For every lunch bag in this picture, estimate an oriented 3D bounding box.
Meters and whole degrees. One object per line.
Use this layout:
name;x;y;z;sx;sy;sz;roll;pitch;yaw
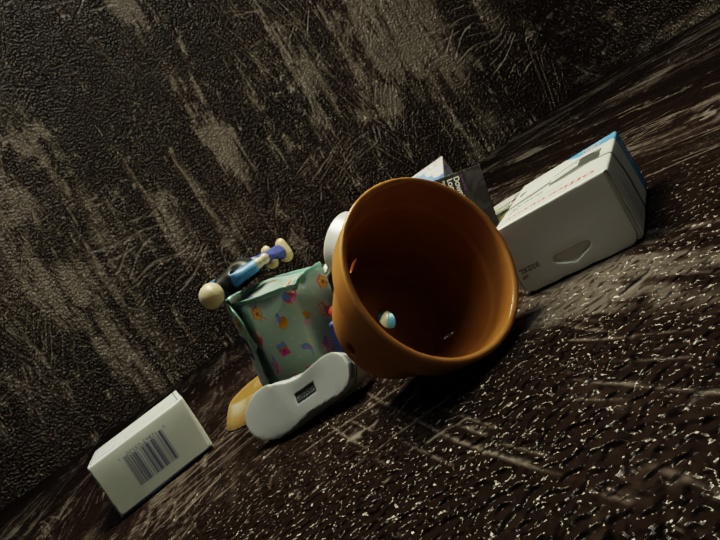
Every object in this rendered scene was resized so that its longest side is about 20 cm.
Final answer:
lunch bag;-0.124;0.100;0.979;0.196;0.175;0.122;-16;14;35

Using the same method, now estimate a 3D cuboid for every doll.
doll;-0.189;0.004;0.992;0.134;0.050;0.199;-23;9;36

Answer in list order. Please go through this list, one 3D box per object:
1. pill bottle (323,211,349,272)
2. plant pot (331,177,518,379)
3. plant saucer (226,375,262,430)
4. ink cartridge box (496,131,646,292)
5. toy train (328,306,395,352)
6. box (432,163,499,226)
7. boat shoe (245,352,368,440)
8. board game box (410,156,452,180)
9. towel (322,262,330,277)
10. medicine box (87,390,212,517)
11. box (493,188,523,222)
pill bottle;0.049;-0.017;0.870;0.196;0.118;0.114;17;38;34
plant pot;0.051;0.026;0.658;0.199;0.201;0.141;-37;-10;-32
plant saucer;-0.172;0.214;1.125;0.197;0.036;0.200;-35;5;4
ink cartridge box;0.256;-0.075;0.734;0.143;0.085;0.200;-30;7;33
toy train;0.042;0.066;0.937;0.113;0.087;0.199;-12;8;28
box;0.115;-0.063;0.952;0.194;0.147;0.036;-19;-14;8
boat shoe;-0.070;0.166;0.817;0.198;0.072;0.069;-36;-24;26
board game box;0.084;-0.100;1.128;0.196;0.044;0.202;-32;25;23
towel;-0.036;-0.029;1.088;0.204;0.023;0.153;-62;1;-19
medicine box;-0.375;0.318;1.099;0.180;0.104;0.199;-36;5;-20
box;0.241;-0.084;1.178;0.197;0.035;0.110;-32;6;27
